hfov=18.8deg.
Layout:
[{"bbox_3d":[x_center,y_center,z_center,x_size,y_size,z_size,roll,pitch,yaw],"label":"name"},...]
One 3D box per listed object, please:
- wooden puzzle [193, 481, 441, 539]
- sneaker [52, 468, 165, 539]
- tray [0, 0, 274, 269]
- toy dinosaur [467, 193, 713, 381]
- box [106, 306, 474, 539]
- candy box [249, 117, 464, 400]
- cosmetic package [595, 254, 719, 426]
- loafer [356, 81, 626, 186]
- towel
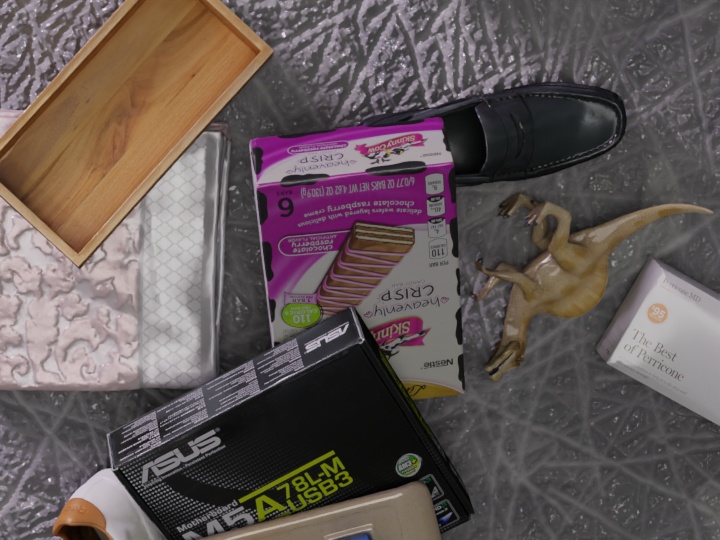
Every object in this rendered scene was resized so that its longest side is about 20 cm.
[{"bbox_3d":[-0.025,0.260,1.529,0.198,0.046,0.187,-16,107,-5],"label":"wooden puzzle"},{"bbox_3d":[-0.159,0.248,1.559,0.073,0.085,0.201,-27,97,35],"label":"sneaker"},{"bbox_3d":[-0.162,-0.109,1.497,0.099,0.037,0.200,42,85,-2],"label":"tray"},{"bbox_3d":[0.147,-0.012,1.563,0.200,0.058,0.101,-42,116,12],"label":"toy dinosaur"},{"bbox_3d":[-0.046,0.144,1.531,0.199,0.048,0.194,-27,129,6],"label":"box"},{"bbox_3d":[0.000,0.000,1.504,0.135,0.061,0.201,-7,127,-2],"label":"candy box"},{"bbox_3d":[0.278,0.074,1.582,0.199,0.051,0.083,28,97,-9],"label":"cosmetic package"},{"bbox_3d":[0.091,-0.090,1.526,0.199,0.070,0.069,-8,102,-3],"label":"loafer"},{"bbox_3d":[-0.189,-0.011,1.542,0.189,0.032,0.202,2,100,-4],"label":"towel"}]
